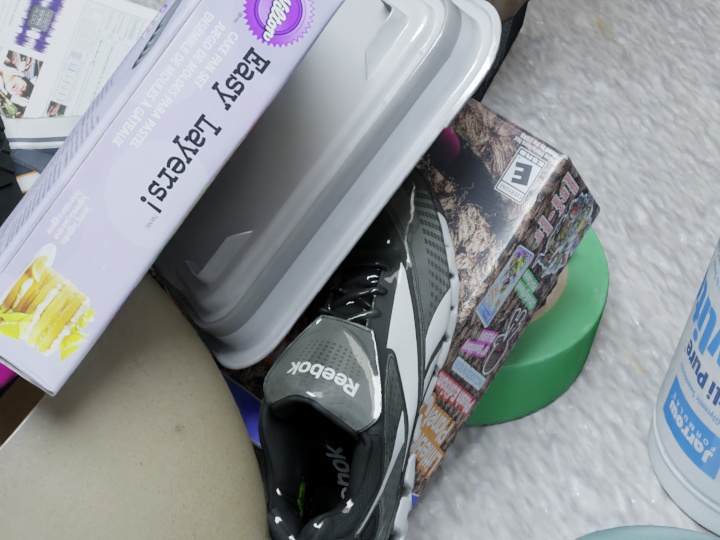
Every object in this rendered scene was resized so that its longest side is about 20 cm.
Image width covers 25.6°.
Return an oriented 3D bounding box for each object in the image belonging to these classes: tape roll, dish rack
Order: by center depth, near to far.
[{"bbox_3d":[-0.037,-0.069,0.740,0.043,0.201,0.172,33,7,-36],"label":"dish rack"},{"bbox_3d":[0.047,0.002,0.947,0.197,0.049,0.202,6,41,-6],"label":"tape roll"}]

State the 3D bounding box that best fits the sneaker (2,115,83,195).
[{"bbox_3d":[-0.134,-0.049,0.878,0.197,0.081,0.078,-4,-1,19],"label":"sneaker"}]

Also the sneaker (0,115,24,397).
[{"bbox_3d":[-0.222,-0.022,0.834,0.075,0.087,0.202,-15,75,-59],"label":"sneaker"}]

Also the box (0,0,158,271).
[{"bbox_3d":[-0.177,-0.096,0.949,0.198,0.036,0.146,20,85,10],"label":"box"}]

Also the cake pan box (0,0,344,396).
[{"bbox_3d":[-0.090,-0.056,0.656,0.052,0.185,0.200,38,1,-13],"label":"cake pan box"}]

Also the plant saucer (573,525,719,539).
[{"bbox_3d":[0.167,0.193,0.770,0.198,0.039,0.202,6,42,-6],"label":"plant saucer"}]

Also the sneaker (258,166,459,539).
[{"bbox_3d":[-0.002,0.042,0.707,0.066,0.090,0.203,7,80,20],"label":"sneaker"}]

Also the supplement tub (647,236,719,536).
[{"bbox_3d":[0.238,0.037,0.836,0.130,0.202,0.133,7,40,-6],"label":"supplement tub"}]

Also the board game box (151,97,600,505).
[{"bbox_3d":[0.000,0.000,0.818,0.159,0.097,0.201,32,89,22],"label":"board game box"}]

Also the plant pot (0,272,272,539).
[{"bbox_3d":[-0.116,0.117,0.698,0.134,0.200,0.201,42,42,-11],"label":"plant pot"}]

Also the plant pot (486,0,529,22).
[{"bbox_3d":[0.058,-0.270,0.975,0.197,0.200,0.202,7,41,-6],"label":"plant pot"}]

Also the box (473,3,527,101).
[{"bbox_3d":[0.031,-0.191,1.112,0.147,0.108,0.201,20,43,10],"label":"box"}]

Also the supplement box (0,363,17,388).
[{"bbox_3d":[-0.257,0.060,0.714,0.200,0.103,0.102,-41,101,-36],"label":"supplement box"}]
